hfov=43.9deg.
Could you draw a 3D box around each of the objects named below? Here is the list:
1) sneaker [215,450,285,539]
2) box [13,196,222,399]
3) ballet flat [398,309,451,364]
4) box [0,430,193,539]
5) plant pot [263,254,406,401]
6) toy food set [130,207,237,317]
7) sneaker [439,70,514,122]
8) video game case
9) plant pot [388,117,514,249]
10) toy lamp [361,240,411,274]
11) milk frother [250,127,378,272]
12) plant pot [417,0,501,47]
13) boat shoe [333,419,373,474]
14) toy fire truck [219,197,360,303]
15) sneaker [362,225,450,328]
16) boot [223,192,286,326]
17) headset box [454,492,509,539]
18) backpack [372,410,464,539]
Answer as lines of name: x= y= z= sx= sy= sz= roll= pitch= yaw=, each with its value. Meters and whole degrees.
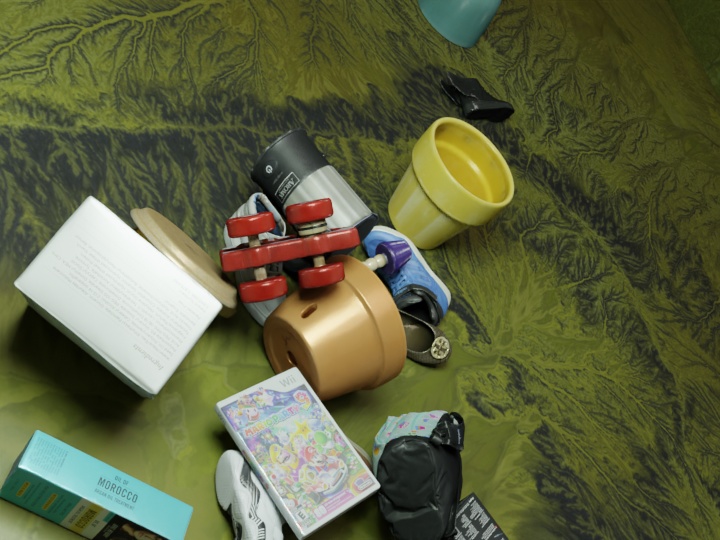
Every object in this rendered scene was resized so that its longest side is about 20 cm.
sneaker: x=-0.108 y=0.319 z=1.119 sx=0.113 sy=0.075 sz=0.203 roll=6 pitch=50 yaw=-35
box: x=-0.288 y=0.041 z=1.071 sx=0.199 sy=0.199 sz=0.132 roll=40 pitch=73 yaw=-8
ballet flat: x=0.071 y=0.095 z=1.479 sx=0.198 sy=0.046 sz=0.068 roll=33 pitch=75 yaw=-13
box: x=-0.294 y=0.259 z=0.998 sx=0.198 sy=0.082 sz=0.050 roll=32 pitch=42 yaw=-17
plant pot: x=-0.048 y=0.098 z=1.289 sx=0.138 sy=0.201 sz=0.202 roll=-27 pitch=76 yaw=-32
toy food set: x=-0.247 y=-0.012 z=1.226 sx=0.198 sy=0.049 sz=0.200 roll=44 pitch=1 yaw=1
sneaker: x=0.278 y=-0.411 z=2.107 sx=0.197 sy=0.060 sz=0.106 roll=-6 pitch=66 yaw=-41
video game case: x=-0.081 y=0.230 z=1.154 sx=0.142 sy=0.018 sz=0.201 roll=-20 pitch=64 yaw=-43
plant pot: x=0.155 y=-0.145 z=1.664 sx=0.198 sy=0.189 sz=0.204 roll=23 pitch=43 yaw=-24
toy lamp: x=0.000 y=0.000 z=1.462 sx=0.197 sy=0.058 sz=0.059 roll=-25 pitch=74 yaw=-29
milk frother: x=-0.061 y=-0.113 z=1.450 sx=0.189 sy=0.181 sz=0.199 roll=49 pitch=45 yaw=11
plant pot: x=0.268 y=-0.697 z=2.262 sx=0.198 sy=0.161 sz=0.204 roll=24 pitch=44 yaw=-25
boat shoe: x=-0.057 y=0.240 z=1.219 sx=0.199 sy=0.076 sz=0.072 roll=37 pitch=11 yaw=-10
toy fire truck: x=-0.103 y=-0.034 z=1.248 sx=0.195 sy=0.168 sz=0.115 roll=-13 pitch=98 yaw=-5
sneaker: x=0.072 y=0.016 z=1.539 sx=0.200 sy=0.076 sz=0.112 roll=48 pitch=29 yaw=-8
boot: x=-0.146 y=-0.018 z=1.357 sx=0.073 sy=0.096 sz=0.203 roll=-5 pitch=60 yaw=-43
headset box: x=0.166 y=0.444 z=1.260 sx=0.201 sy=0.075 sz=0.148 roll=52 pitch=40 yaw=7
backpack: x=0.083 y=0.269 z=1.250 sx=0.200 sy=0.123 sz=0.171 roll=-44 pitch=133 yaw=-73
